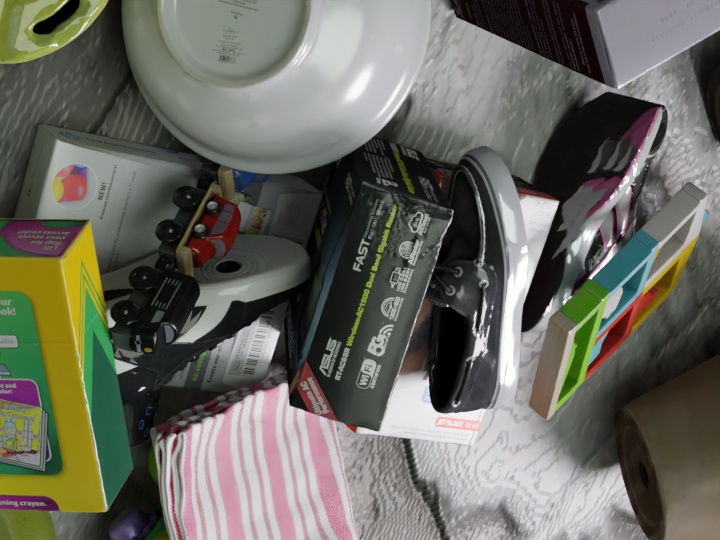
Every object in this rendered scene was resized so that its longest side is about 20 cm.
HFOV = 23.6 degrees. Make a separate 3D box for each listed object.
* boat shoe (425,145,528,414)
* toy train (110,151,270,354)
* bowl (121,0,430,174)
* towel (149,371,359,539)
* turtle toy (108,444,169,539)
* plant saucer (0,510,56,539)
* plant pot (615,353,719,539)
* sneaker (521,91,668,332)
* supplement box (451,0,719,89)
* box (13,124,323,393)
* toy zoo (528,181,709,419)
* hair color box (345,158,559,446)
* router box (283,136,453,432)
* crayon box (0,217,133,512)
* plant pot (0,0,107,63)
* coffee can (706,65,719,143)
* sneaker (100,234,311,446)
[{"bbox_3d":[0.070,0.013,1.199,0.066,0.070,0.201,-15,124,-24],"label":"boat shoe"},{"bbox_3d":[-0.099,-0.028,1.085,0.034,0.046,0.200,89,20,-53],"label":"toy train"},{"bbox_3d":[-0.064,-0.157,1.037,0.200,0.090,0.202,1,95,13],"label":"bowl"},{"bbox_3d":[-0.064,0.152,1.175,0.200,0.030,0.147,-20,101,-56],"label":"towel"},{"bbox_3d":[-0.124,0.199,1.216,0.146,0.101,0.201,6,106,-56],"label":"turtle toy"},{"bbox_3d":[-0.260,0.225,1.132,0.200,0.031,0.201,2,90,-71],"label":"plant saucer"},{"bbox_3d":[0.309,0.149,1.407,0.173,0.200,0.201,-13,118,-7],"label":"plant pot"},{"bbox_3d":[0.177,-0.042,1.314,0.086,0.080,0.200,14,111,-46],"label":"sneaker"},{"bbox_3d":[0.147,-0.193,1.142,0.109,0.200,0.061,-31,121,-16],"label":"supplement box"},{"bbox_3d":[-0.138,-0.002,1.159,0.200,0.041,0.156,9,105,-34],"label":"box"},{"bbox_3d":[0.205,0.014,1.319,0.200,0.020,0.131,-42,157,-26],"label":"toy zoo"},{"bbox_3d":[0.058,0.024,1.270,0.111,0.064,0.201,9,104,-32],"label":"hair color box"},{"bbox_3d":[0.000,0.000,1.137,0.062,0.200,0.150,17,102,-8],"label":"router box"},{"bbox_3d":[-0.250,0.056,1.043,0.199,0.058,0.173,1,116,13],"label":"crayon box"},{"bbox_3d":[-0.219,-0.197,0.940,0.200,0.184,0.201,-12,117,-26],"label":"plant pot"},{"bbox_3d":[0.391,-0.148,1.337,0.200,0.146,0.147,-34,124,-14],"label":"coffee can"},{"bbox_3d":[-0.125,0.050,1.128,0.199,0.073,0.112,-14,121,-15],"label":"sneaker"}]
